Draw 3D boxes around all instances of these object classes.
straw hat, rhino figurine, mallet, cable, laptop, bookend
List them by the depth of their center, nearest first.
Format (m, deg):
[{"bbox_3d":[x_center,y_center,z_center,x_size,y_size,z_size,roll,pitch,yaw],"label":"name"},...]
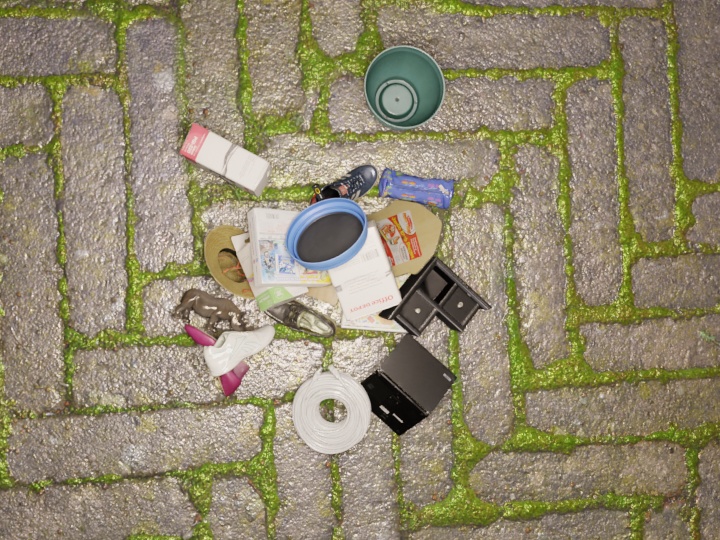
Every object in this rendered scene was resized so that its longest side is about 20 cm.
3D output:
[{"bbox_3d":[-0.059,-0.125,1.561,0.065,0.041,0.201,-19,107,2],"label":"mallet"},{"bbox_3d":[-0.326,-0.004,1.564,0.085,0.201,0.202,-29,93,36],"label":"straw hat"},{"bbox_3d":[-0.360,0.108,1.576,0.199,0.060,0.088,20,79,-8],"label":"rhino figurine"},{"bbox_3d":[-0.073,0.353,1.584,0.200,0.069,0.200,42,99,-1],"label":"cable"},{"bbox_3d":[0.187,0.103,1.599,0.199,0.092,0.200,42,81,-10],"label":"bookend"},{"bbox_3d":[0.109,0.294,1.617,0.177,0.103,0.200,42,127,-3],"label":"laptop"}]

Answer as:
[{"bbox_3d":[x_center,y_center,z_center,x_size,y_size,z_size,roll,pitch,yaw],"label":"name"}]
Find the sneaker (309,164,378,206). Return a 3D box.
[{"bbox_3d":[-0.038,-0.206,1.601,0.199,0.085,0.075,-35,92,-5],"label":"sneaker"}]

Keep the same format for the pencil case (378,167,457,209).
[{"bbox_3d":[0.146,-0.210,1.619,0.198,0.087,0.079,9,92,-5],"label":"pencil case"}]

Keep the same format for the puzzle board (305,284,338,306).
[{"bbox_3d":[-0.096,-0.029,1.617,0.150,0.017,0.201,20,87,6],"label":"puzzle board"}]

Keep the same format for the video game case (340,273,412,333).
[{"bbox_3d":[0.053,0.065,1.637,0.198,0.023,0.184,5,88,-5],"label":"video game case"}]

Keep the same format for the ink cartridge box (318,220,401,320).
[{"bbox_3d":[0.000,0.000,1.535,0.145,0.083,0.201,-19,105,6],"label":"ink cartridge box"}]

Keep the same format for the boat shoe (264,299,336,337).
[{"bbox_3d":[-0.152,0.117,1.594,0.200,0.066,0.072,23,88,-5],"label":"boat shoe"}]

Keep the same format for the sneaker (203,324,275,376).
[{"bbox_3d":[-0.293,0.177,1.542,0.200,0.070,0.081,-32,102,-37],"label":"sneaker"}]

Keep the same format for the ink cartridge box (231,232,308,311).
[{"bbox_3d":[-0.224,-0.015,1.553,0.117,0.067,0.201,-20,83,-45],"label":"ink cartridge box"}]

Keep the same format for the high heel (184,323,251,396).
[{"bbox_3d":[-0.374,0.221,1.566,0.200,0.067,0.096,39,75,-7],"label":"high heel"}]

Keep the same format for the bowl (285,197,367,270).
[{"bbox_3d":[-0.077,-0.083,1.467,0.199,0.039,0.202,-12,49,13],"label":"bowl"}]

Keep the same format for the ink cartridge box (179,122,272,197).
[{"bbox_3d":[-0.323,-0.264,1.542,0.199,0.146,0.085,25,88,-4],"label":"ink cartridge box"}]

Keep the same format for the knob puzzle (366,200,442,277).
[{"bbox_3d":[0.117,-0.084,1.598,0.218,0.030,0.222,-4,80,23],"label":"knob puzzle"}]

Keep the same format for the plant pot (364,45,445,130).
[{"bbox_3d":[0.101,-0.445,1.594,0.198,0.134,0.202,0,90,-6],"label":"plant pot"}]

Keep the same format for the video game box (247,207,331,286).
[{"bbox_3d":[-0.170,-0.052,1.527,0.199,0.047,0.184,2,73,-38],"label":"video game box"}]
